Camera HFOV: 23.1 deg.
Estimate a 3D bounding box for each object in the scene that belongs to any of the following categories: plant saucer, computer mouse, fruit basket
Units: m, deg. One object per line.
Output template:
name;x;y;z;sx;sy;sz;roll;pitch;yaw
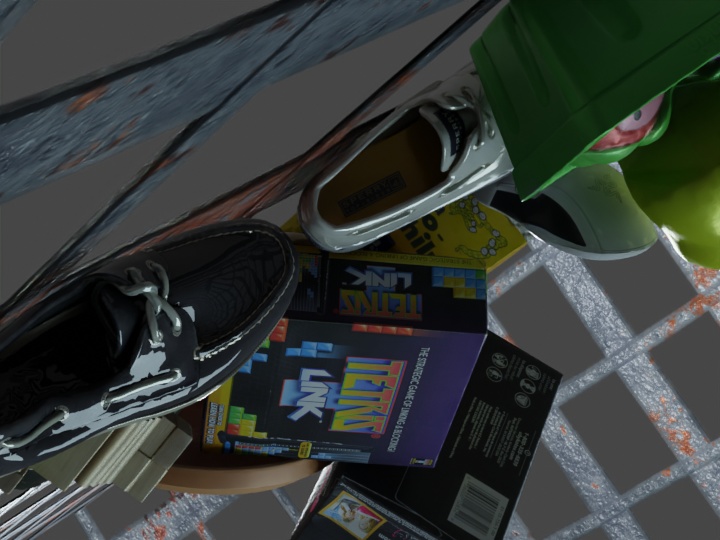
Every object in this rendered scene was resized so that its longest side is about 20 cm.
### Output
plant saucer;-0.110;0.115;1.274;0.199;0.033;0.200;4;-162;-1
computer mouse;0.109;-0.062;1.101;0.109;0.044;0.200;-14;-151;-34
fruit basket;0.184;-0.093;0.979;0.215;0.216;0.156;-34;177;-18

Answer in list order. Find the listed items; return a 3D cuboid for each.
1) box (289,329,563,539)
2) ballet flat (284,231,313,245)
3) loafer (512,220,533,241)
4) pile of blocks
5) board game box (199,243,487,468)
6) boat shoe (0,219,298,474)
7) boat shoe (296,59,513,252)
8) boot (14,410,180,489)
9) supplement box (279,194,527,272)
box;0.051;0.144;1.312;0.115;0.132;0.201;-56;-175;46
ballet flat;-0.076;0.011;1.178;0.200;0.068;0.063;-35;-154;44
loafer;0.070;-0.032;1.373;0.200;0.069;0.070;-22;130;-53
pile of blocks;-0.146;0.066;0.892;0.062;0.082;0.200;-50;160;5
board game box;-0.016;0.059;1.130;0.164;0.057;0.200;5;149;-5
boat shoe;-0.104;0.031;0.789;0.199;0.073;0.063;-29;175;-26
boat shoe;0.051;-0.078;1.028;0.199;0.071;0.070;-29;178;-6
boot;-0.130;0.051;1.045;0.131;0.068;0.200;-45;174;36
supplement box;0.000;0.000;1.230;0.109;0.109;0.200;-33;176;-43
